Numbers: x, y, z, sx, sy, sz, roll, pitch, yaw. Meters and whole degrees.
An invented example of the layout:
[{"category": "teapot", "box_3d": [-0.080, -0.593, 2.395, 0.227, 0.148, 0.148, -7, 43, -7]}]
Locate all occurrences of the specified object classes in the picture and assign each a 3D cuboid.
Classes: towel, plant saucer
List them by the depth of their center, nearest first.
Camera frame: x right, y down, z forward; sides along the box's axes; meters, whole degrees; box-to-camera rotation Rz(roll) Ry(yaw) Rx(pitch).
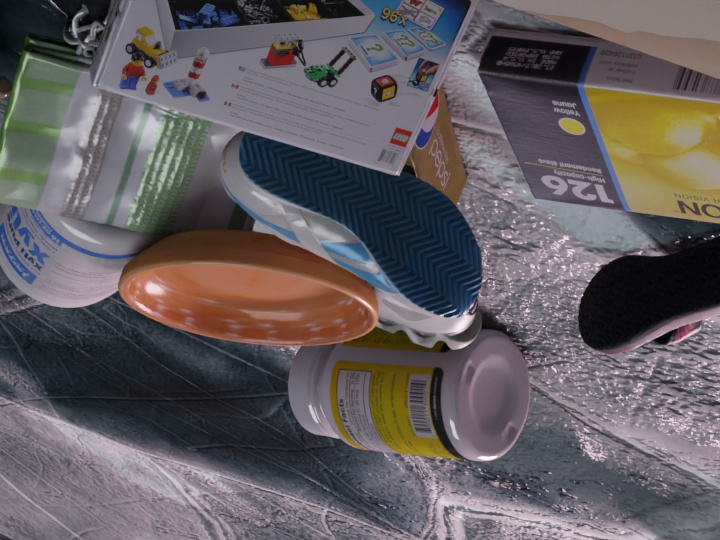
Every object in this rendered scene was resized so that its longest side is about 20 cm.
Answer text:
[{"category": "towel", "box_3d": [-0.159, -0.085, 1.262, 0.200, 0.031, 0.149, 10, 126, -18]}, {"category": "plant saucer", "box_3d": [-0.084, 0.012, 1.341, 0.200, 0.037, 0.200, 6, 161, 2]}]

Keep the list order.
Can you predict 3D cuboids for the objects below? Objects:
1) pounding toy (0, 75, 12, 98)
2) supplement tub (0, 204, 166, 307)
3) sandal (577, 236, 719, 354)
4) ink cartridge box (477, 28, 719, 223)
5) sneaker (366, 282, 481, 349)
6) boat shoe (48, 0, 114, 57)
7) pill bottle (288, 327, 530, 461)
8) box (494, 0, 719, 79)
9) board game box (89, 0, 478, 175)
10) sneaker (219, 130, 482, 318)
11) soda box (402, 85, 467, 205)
[{"category": "pounding toy", "box_3d": [-0.345, -0.143, 1.280, 0.200, 0.142, 0.184, -3, 157, -4]}, {"category": "supplement tub", "box_3d": [-0.219, -0.054, 1.415, 0.132, 0.132, 0.200, 28, 156, -12]}, {"category": "sandal", "box_3d": [0.228, 0.021, 1.252, 0.045, 0.075, 0.200, 22, 157, -28]}, {"category": "ink cartridge box", "box_3d": [0.192, -0.071, 1.115, 0.197, 0.047, 0.200, 9, 151, 28]}, {"category": "sneaker", "box_3d": [0.000, 0.000, 1.423, 0.200, 0.074, 0.089, 10, 145, 15]}, {"category": "boat shoe", "box_3d": [-0.166, -0.173, 1.188, 0.199, 0.068, 0.074, 29, 156, -14]}, {"category": "pill bottle", "box_3d": [0.039, 0.105, 1.547, 0.200, 0.114, 0.114, 1, 149, 42]}, {"category": "box", "box_3d": [0.145, -0.169, 0.882, 0.200, 0.095, 0.078, 21, 158, 7]}, {"category": "board game box", "box_3d": [-0.045, -0.141, 1.035, 0.200, 0.126, 0.035, 16, -155, -20]}, {"category": "sneaker", "box_3d": [-0.004, -0.036, 1.183, 0.200, 0.077, 0.081, 35, 162, -14]}, {"category": "soda box", "box_3d": [0.019, -0.094, 1.195, 0.068, 0.064, 0.200, 13, 156, 19]}]
